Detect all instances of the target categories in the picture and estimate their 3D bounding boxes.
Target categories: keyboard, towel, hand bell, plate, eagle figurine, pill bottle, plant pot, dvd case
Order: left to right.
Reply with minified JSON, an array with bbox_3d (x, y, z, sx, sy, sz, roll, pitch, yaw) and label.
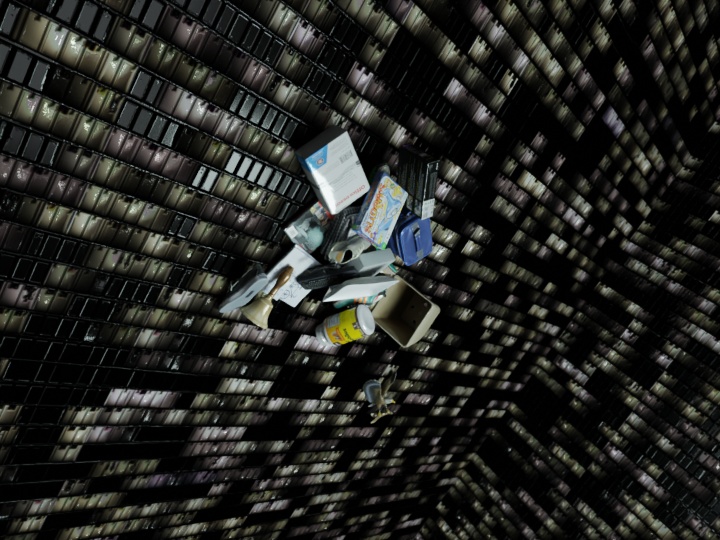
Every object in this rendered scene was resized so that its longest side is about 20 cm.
[{"bbox_3d":[-0.271,0.069,1.610,0.201,0.104,0.104,-53,139,0],"label":"hand bell"},{"bbox_3d":[-0.133,-0.149,1.625,0.200,0.022,0.146,-43,139,-7],"label":"dvd case"},{"bbox_3d":[-0.107,0.017,1.642,0.198,0.021,0.127,-13,145,16],"label":"keyboard"},{"bbox_3d":[-0.057,0.201,1.844,0.198,0.110,0.109,-22,145,23],"label":"pill bottle"},{"bbox_3d":[-0.030,-0.116,1.672,0.165,0.086,0.201,-17,141,-49],"label":"towel"},{"bbox_3d":[-0.004,0.056,1.703,0.198,0.033,0.200,-6,166,-29],"label":"plate"},{"bbox_3d":[0.094,0.549,2.302,0.152,0.149,0.203,-41,125,-76],"label":"eagle figurine"},{"bbox_3d":[0.195,0.163,2.028,0.201,0.199,0.176,-57,149,11],"label":"plant pot"}]

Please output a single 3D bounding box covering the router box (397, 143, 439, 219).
[{"bbox_3d":[0.181,-0.288,1.688,0.051,0.149,0.202,-20,132,-27],"label":"router box"}]

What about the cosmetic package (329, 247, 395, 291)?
[{"bbox_3d":[0.000,0.000,1.743,0.150,0.052,0.200,-16,165,-43],"label":"cosmetic package"}]

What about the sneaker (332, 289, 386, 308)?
[{"bbox_3d":[0.001,0.101,1.854,0.198,0.071,0.081,-25,101,-2],"label":"sneaker"}]

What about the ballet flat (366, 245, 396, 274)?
[{"bbox_3d":[0.060,-0.036,1.856,0.067,0.068,0.200,-31,135,11],"label":"ballet flat"}]

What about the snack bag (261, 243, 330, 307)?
[{"bbox_3d":[-0.212,0.027,1.677,0.188,0.021,0.200,-44,138,6],"label":"snack bag"}]

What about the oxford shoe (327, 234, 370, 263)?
[{"bbox_3d":[-0.021,-0.064,1.591,0.199,0.058,0.076,-21,141,-51],"label":"oxford shoe"}]

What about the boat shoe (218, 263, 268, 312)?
[{"bbox_3d":[-0.358,0.053,1.553,0.199,0.069,0.073,-40,156,29],"label":"boat shoe"}]

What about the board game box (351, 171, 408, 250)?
[{"bbox_3d":[0.062,-0.183,1.605,0.135,0.034,0.202,32,77,-43],"label":"board game box"}]

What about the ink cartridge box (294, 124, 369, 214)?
[{"bbox_3d":[-0.078,-0.288,1.501,0.146,0.086,0.201,-36,132,-12],"label":"ink cartridge box"}]

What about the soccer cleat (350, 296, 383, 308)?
[{"bbox_3d":[0.004,0.114,1.921,0.200,0.068,0.073,-41,119,-6],"label":"soccer cleat"}]

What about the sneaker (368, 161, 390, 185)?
[{"bbox_3d":[0.081,-0.257,1.676,0.078,0.085,0.201,-29,134,-20],"label":"sneaker"}]

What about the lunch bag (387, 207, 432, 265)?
[{"bbox_3d":[0.172,-0.129,1.816,0.135,0.132,0.201,-33,137,-16],"label":"lunch bag"}]
